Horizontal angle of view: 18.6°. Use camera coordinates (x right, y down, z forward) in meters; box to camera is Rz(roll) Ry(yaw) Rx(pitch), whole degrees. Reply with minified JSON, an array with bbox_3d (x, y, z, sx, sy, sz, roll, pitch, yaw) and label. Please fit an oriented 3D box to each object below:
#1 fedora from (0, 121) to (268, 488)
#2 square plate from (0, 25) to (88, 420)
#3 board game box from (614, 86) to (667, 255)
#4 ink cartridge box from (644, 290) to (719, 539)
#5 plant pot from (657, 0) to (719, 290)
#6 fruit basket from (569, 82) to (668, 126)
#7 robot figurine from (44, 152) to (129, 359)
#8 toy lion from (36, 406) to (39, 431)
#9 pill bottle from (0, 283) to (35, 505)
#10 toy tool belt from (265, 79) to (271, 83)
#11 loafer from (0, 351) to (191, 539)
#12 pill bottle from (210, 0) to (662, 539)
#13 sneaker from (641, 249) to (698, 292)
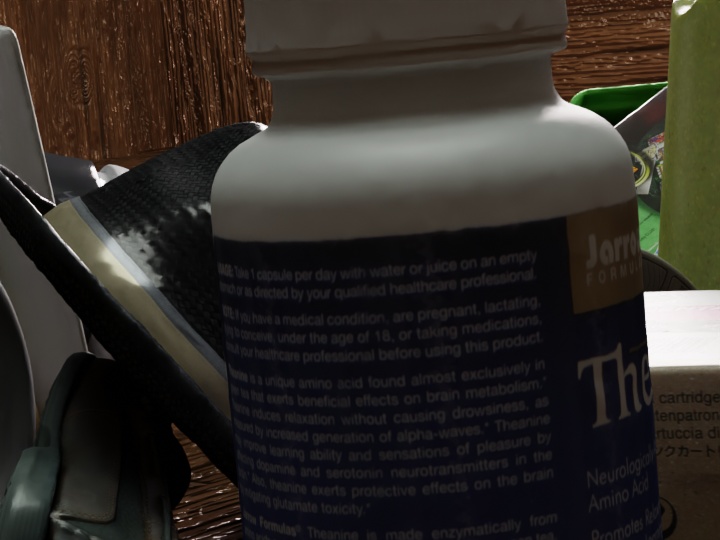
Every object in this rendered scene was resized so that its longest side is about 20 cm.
[{"bbox_3d":[-0.042,0.006,0.774,0.092,0.201,0.201,-43,10,-3],"label":"fedora"},{"bbox_3d":[-0.216,-0.007,1.007,0.200,0.199,0.028,-1,17,35],"label":"square plate"},{"bbox_3d":[0.154,-0.035,1.153,0.105,0.024,0.200,29,46,29],"label":"board game box"},{"bbox_3d":[0.125,0.053,0.745,0.199,0.075,0.165,-3,8,26],"label":"ink cartridge box"},{"bbox_3d":[0.215,-0.041,1.012,0.200,0.185,0.200,-5,6,0],"label":"plant pot"},{"bbox_3d":[0.226,-0.042,1.264,0.215,0.156,0.216,-11,-10,-2],"label":"fruit basket"},{"bbox_3d":[-0.197,-0.004,1.205,0.199,0.151,0.125,6,-7,-19],"label":"robot figurine"},{"bbox_3d":[-0.243,-0.001,0.976,0.200,0.192,0.069,0,9,34],"label":"toy lion"},{"bbox_3d":[-0.229,0.056,0.792,0.199,0.116,0.116,-8,5,17],"label":"pill bottle"},{"bbox_3d":[-0.011,-0.074,1.179,0.122,0.201,0.125,-1,27,2],"label":"toy tool belt"},{"bbox_3d":[-0.087,0.081,0.760,0.063,0.072,0.200,12,13,-3],"label":"loafer"},{"bbox_3d":[0.020,0.017,0.573,0.111,0.201,0.111,-5,7,1],"label":"pill bottle"},{"bbox_3d":[0.056,0.010,0.928,0.200,0.075,0.106,20,-1,-32],"label":"sneaker"}]
